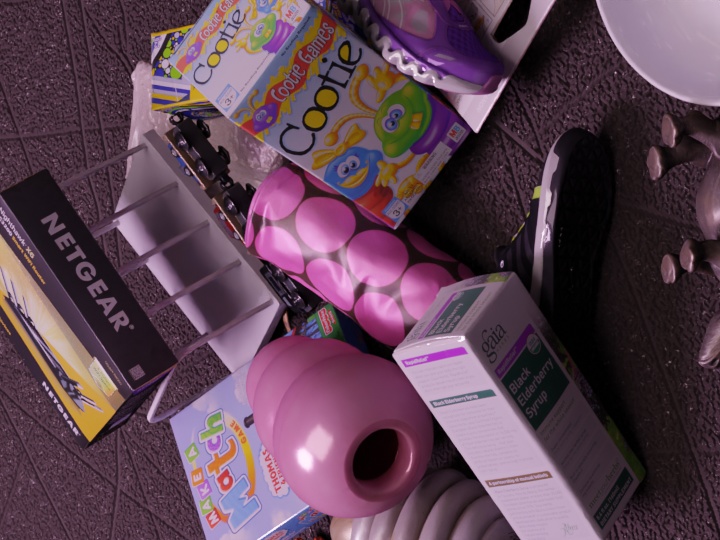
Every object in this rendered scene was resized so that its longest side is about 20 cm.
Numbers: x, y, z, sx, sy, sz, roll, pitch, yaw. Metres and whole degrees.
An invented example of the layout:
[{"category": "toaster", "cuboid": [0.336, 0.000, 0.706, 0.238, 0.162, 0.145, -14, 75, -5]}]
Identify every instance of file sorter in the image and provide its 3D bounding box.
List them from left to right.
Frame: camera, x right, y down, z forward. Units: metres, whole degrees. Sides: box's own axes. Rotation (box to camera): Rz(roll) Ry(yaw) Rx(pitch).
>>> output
[{"category": "file sorter", "cuboid": [-0.183, 0.012, 1.712, 0.200, 0.124, 0.139, 50, 146, 15]}]

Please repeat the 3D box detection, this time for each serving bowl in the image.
[{"category": "serving bowl", "cuboid": [0.252, -0.213, 1.315, 0.199, 0.066, 0.202, 11, 106, 42]}]

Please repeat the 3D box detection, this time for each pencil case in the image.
[{"category": "pencil case", "cuboid": [0.000, 0.000, 1.564, 0.199, 0.091, 0.094, 36, 139, 16]}]

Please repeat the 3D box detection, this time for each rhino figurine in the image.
[{"category": "rhino figurine", "cuboid": [0.255, -0.014, 1.348, 0.060, 0.087, 0.202, -167, 68, -73]}]

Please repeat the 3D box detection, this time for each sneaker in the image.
[{"category": "sneaker", "cuboid": [0.039, -0.209, 1.459, 0.200, 0.080, 0.089, 46, 115, 28]}, {"category": "sneaker", "cuboid": [0.131, -0.014, 1.474, 0.083, 0.071, 0.202, 23, 115, 40]}]

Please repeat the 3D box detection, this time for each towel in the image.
[{"category": "towel", "cuboid": [-0.139, -0.104, 1.743, 0.199, 0.034, 0.134, 22, 115, 39]}]

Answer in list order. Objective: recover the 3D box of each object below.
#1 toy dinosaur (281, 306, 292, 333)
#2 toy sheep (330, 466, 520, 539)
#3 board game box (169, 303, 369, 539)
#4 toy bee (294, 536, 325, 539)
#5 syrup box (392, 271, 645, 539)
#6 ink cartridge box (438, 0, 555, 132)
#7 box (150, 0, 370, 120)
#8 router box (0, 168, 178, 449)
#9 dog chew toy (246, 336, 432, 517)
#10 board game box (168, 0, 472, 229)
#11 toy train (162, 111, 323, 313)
[{"category": "toy dinosaur", "cuboid": [-0.050, -0.023, 1.657, 0.106, 0.060, 0.200, 52, 130, 21]}, {"category": "toy sheep", "cuboid": [0.063, 0.224, 1.557, 0.199, 0.138, 0.139, 12, 108, 27]}, {"category": "board game box", "cuboid": [-0.064, 0.143, 1.662, 0.200, 0.036, 0.152, -37, 57, 26]}, {"category": "toy bee", "cuboid": [-0.047, 0.273, 1.689, 0.200, 0.130, 0.109, 131, 140, -50]}, {"category": "syrup box", "cuboid": [0.119, 0.106, 1.450, 0.081, 0.079, 0.201, -14, 118, 45]}, {"category": "ink cartridge box", "cuboid": [0.092, -0.237, 1.480, 0.176, 0.045, 0.201, 50, 130, 25]}, {"category": "box", "cuboid": [-0.084, -0.175, 1.629, 0.199, 0.064, 0.071, -7, 80, 39]}, {"category": "router box", "cuboid": [-0.250, 0.036, 1.656, 0.201, 0.052, 0.157, 55, 148, 7]}, {"category": "dog chew toy", "cuboid": [-0.028, 0.111, 1.532, 0.200, 0.124, 0.126, 34, 123, 57]}, {"category": "board game box", "cuboid": [-0.028, -0.133, 1.483, 0.105, 0.200, 0.103, -52, 43, 7]}, {"category": "toy train", "cuboid": [-0.099, -0.047, 1.638, 0.201, 0.034, 0.046, 54, 154, 0]}]
